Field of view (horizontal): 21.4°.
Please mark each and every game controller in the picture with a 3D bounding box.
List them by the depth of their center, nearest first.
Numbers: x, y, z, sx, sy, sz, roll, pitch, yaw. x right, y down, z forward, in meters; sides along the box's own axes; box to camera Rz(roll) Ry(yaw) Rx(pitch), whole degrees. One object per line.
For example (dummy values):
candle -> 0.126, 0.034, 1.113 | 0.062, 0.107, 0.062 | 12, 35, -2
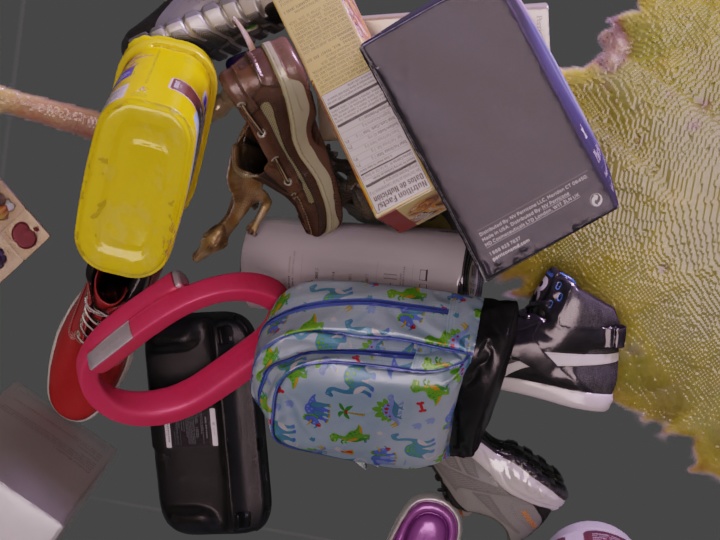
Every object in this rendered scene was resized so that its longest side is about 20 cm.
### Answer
game controller -> -0.136, 0.137, 1.689 | 0.103, 0.042, 0.202 | -2, 98, 19

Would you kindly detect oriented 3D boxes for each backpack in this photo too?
backpack -> 0.011, 0.081, 1.534 | 0.198, 0.154, 0.164 | 21, 141, 7

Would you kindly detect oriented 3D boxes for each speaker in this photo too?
speaker -> 0.000, 0.000, 1.611 | 0.198, 0.081, 0.082 | 4, 99, 17

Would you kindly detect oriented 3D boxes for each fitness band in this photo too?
fitness band -> -0.147, 0.063, 1.589 | 0.199, 0.143, 0.038 | -34, 54, 21

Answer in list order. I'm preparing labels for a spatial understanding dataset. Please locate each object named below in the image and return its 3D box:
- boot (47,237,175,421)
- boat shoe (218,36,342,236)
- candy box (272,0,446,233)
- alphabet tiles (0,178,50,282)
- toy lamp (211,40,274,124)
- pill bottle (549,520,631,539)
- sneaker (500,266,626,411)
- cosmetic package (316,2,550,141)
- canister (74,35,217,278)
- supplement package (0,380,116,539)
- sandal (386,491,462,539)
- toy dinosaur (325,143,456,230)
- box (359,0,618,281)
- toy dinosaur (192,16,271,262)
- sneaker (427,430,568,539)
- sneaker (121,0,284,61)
boot -> -0.225, 0.048, 1.624 | 0.072, 0.144, 0.202 | 24, 101, -2
boat shoe -> -0.069, -0.098, 1.522 | 0.074, 0.075, 0.203 | -24, 136, -7
candy box -> 0.001, -0.134, 1.501 | 0.055, 0.115, 0.201 | -27, 81, 7
alphabet tiles -> -0.400, -0.052, 1.691 | 0.167, 0.008, 0.200 | -40, 94, 9
toy lamp -> -0.142, -0.127, 1.636 | 0.199, 0.058, 0.058 | -33, 95, 11
pill bottle -> 0.197, 0.285, 1.599 | 0.113, 0.200, 0.116 | 1, 99, 5
sneaker -> 0.130, 0.046, 1.639 | 0.198, 0.073, 0.113 | 12, 95, -5
cosmetic package -> 0.063, -0.168, 1.605 | 0.198, 0.073, 0.105 | -4, 98, 6
canister -> -0.170, -0.092, 1.511 | 0.086, 0.200, 0.150 | 13, 109, -5
supplement package -> -0.304, 0.196, 1.621 | 0.116, 0.200, 0.118 | 35, 103, -2
sandal -> 0.036, 0.296, 1.689 | 0.082, 0.050, 0.205 | 13, 100, 2
toy dinosaur -> 0.022, -0.064, 1.618 | 0.198, 0.102, 0.078 | -4, 60, 19
box -> 0.103, -0.121, 1.470 | 0.122, 0.200, 0.200 | -29, 97, 9
toy dinosaur -> -0.086, -0.100, 1.572 | 0.058, 0.101, 0.202 | 13, 93, 21
sneaker -> 0.083, 0.164, 1.656 | 0.199, 0.074, 0.080 | 36, 105, -2
sneaker -> -0.118, -0.249, 1.617 | 0.198, 0.075, 0.117 | -16, 73, 19
